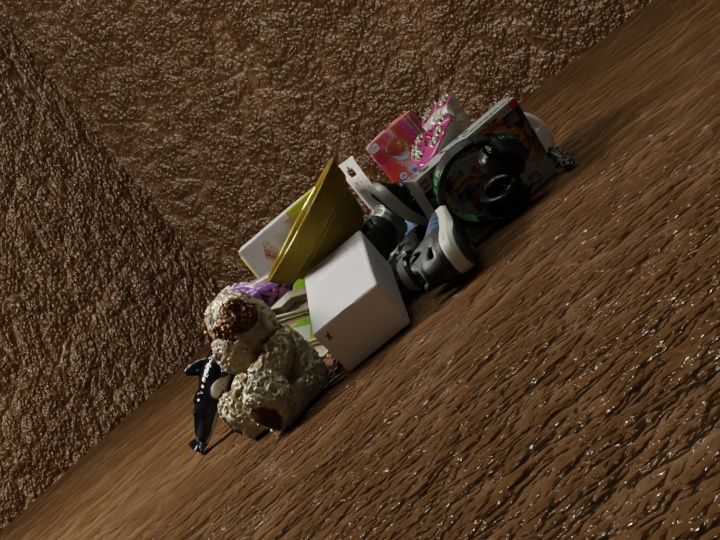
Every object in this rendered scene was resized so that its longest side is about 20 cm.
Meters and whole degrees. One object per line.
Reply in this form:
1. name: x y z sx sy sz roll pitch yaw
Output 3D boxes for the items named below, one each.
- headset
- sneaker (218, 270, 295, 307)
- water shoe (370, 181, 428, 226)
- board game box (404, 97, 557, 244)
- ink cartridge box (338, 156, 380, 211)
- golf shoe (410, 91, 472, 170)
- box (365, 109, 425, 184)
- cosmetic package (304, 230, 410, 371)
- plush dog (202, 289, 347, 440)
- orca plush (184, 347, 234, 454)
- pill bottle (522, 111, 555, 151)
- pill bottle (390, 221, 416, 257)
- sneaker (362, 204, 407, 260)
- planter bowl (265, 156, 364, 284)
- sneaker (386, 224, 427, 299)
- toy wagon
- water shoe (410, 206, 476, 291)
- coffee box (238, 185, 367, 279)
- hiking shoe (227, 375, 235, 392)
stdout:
1. headset: 0.190 -0.132 1.633 0.199 0.124 0.094 -11 29 -10
2. sneaker: -0.137 0.039 1.829 0.200 0.081 0.088 -25 6 16
3. water shoe: 0.095 -0.105 1.709 0.071 0.200 0.079 41 106 44
4. board game box: 0.169 -0.131 1.680 0.200 0.126 0.035 -41 19 -19
5. ink cartridge box: 0.050 -0.123 2.101 0.050 0.200 0.162 -39 5 -9
6. golf shoe: 0.129 -0.185 1.755 0.075 0.092 0.200 -36 18 31
7. box: 0.107 -0.152 1.935 0.095 0.200 0.100 -39 4 9
8. cosmetic package: -0.007 0.034 1.539 0.101 0.071 0.200 -39 19 10
9. plush dog: -0.123 0.097 1.502 0.160 0.172 0.200 -40 4 -21
10. orca plush: -0.225 0.164 1.790 0.105 0.071 0.201 -26 -45 -80
11. pill bottle: 0.228 -0.185 1.857 0.112 0.112 0.200 -39 5 3
12. pill bottle: 0.094 -0.072 1.843 0.200 0.109 0.109 -39 5 12
13. sneaker: 0.000 0.000 1.757 0.091 0.077 0.201 -47 -21 -50
14. planter bowl: -0.050 -0.050 1.684 0.201 0.083 0.200 -60 7 12
15. sneaker: 0.063 -0.006 1.707 0.090 0.067 0.200 -34 8 23
16. toy wagon: -0.070 0.064 1.693 0.155 0.040 0.200 -15 37 13
17. water shoe: 0.094 -0.028 1.518 0.079 0.072 0.200 -34 6 8
18. coffee box: -0.070 -0.019 2.046 0.198 0.200 0.200 -40 5 -2
19. hiking shoe: -0.127 0.116 1.802 0.200 0.075 0.101 -60 -9 -52
